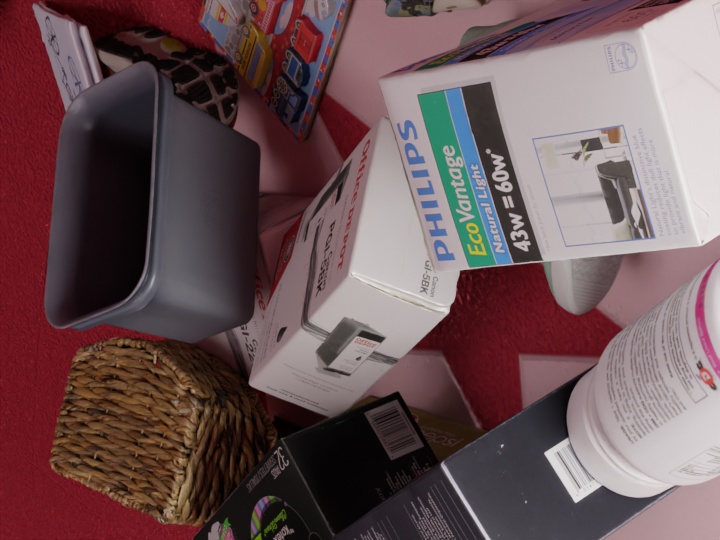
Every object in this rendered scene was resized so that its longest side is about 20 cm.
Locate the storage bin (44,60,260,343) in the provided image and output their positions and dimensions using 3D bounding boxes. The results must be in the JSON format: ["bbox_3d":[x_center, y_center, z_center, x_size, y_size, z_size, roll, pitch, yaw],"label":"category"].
[{"bbox_3d":[-0.160,-0.036,1.588,0.145,0.134,0.202,-20,59,41],"label":"storage bin"}]

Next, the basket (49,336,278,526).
[{"bbox_3d":[-0.151,0.136,1.752,0.199,0.148,0.144,15,91,49],"label":"basket"}]

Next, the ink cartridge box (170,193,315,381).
[{"bbox_3d":[-0.091,0.015,1.715,0.199,0.084,0.147,5,115,51],"label":"ink cartridge box"}]

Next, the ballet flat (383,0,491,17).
[{"bbox_3d":[0.075,-0.214,1.349,0.075,0.074,0.200,56,150,12],"label":"ballet flat"}]

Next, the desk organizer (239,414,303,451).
[{"bbox_3d":[-0.038,0.201,1.768,0.199,0.077,0.072,20,127,48],"label":"desk organizer"}]

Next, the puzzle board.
[{"bbox_3d":[-0.069,-0.217,1.592,0.151,0.017,0.201,49,144,22],"label":"puzzle board"}]

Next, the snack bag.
[{"bbox_3d":[-0.249,-0.148,1.842,0.200,0.021,0.190,-147,39,-68],"label":"snack bag"}]

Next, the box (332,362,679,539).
[{"bbox_3d":[0.111,0.162,1.420,0.105,0.199,0.182,57,146,8],"label":"box"}]

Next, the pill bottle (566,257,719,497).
[{"bbox_3d":[0.219,0.069,1.286,0.114,0.113,0.200,59,146,9],"label":"pill bottle"}]

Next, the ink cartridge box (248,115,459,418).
[{"bbox_3d":[0.000,0.000,1.505,0.082,0.148,0.200,21,146,-15],"label":"ink cartridge box"}]

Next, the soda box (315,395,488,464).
[{"bbox_3d":[0.051,0.160,1.628,0.199,0.064,0.068,11,119,51],"label":"soda box"}]

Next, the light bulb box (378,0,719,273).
[{"bbox_3d":[0.154,-0.094,1.170,0.199,0.198,0.126,-6,106,45],"label":"light bulb box"}]

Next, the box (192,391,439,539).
[{"bbox_3d":[-0.021,0.217,1.587,0.149,0.124,0.200,60,143,16],"label":"box"}]

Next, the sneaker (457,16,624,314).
[{"bbox_3d":[0.117,-0.074,1.369,0.118,0.073,0.203,7,107,45],"label":"sneaker"}]

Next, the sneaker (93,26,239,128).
[{"bbox_3d":[-0.158,-0.145,1.724,0.200,0.076,0.086,39,146,50],"label":"sneaker"}]
